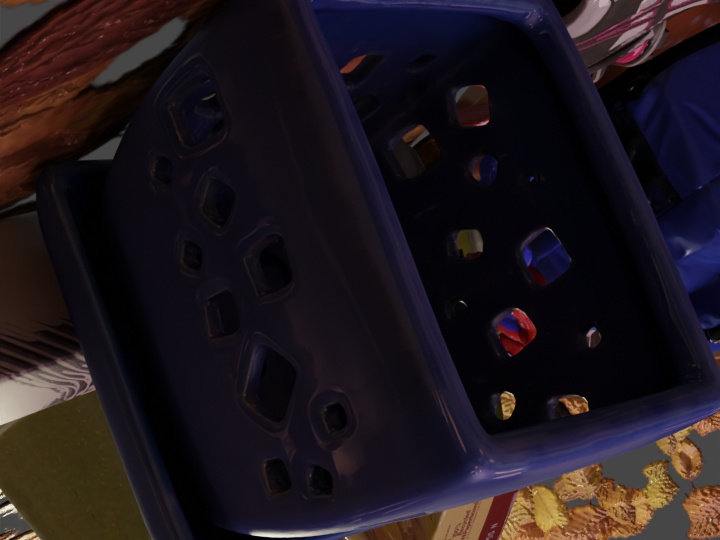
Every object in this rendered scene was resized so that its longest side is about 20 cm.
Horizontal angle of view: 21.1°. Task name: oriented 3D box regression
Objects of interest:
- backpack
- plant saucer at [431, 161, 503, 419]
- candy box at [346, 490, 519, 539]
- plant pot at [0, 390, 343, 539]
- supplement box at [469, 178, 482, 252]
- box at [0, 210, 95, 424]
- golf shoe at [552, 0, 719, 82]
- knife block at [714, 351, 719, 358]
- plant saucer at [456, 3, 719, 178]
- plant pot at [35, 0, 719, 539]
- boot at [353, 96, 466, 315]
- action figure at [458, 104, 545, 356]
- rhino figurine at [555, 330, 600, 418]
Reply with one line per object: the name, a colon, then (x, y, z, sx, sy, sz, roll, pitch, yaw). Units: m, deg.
backpack: (0.181, -0.037, 1.088, 0.162, 0.168, 0.200, -20, 175, -32)
plant saucer: (0.057, 0.031, 1.183, 0.031, 0.200, 0.200, -10, 175, 7)
candy box: (0.010, 0.090, 1.116, 0.055, 0.200, 0.115, -11, 139, -28)
plant pot: (-0.107, 0.100, 1.015, 0.200, 0.190, 0.200, -30, 172, -5)
supplement box: (0.117, -0.044, 1.305, 0.101, 0.103, 0.200, -29, 171, -5)
box: (-0.139, 0.019, 0.820, 0.082, 0.068, 0.200, -35, 172, 33)
golf shoe: (0.134, -0.144, 0.831, 0.200, 0.077, 0.088, -37, 161, 31)
knife block: (0.240, 0.022, 1.262, 0.200, 0.064, 0.175, -12, -175, -38)
plant saucer: (0.130, -0.119, 1.109, 0.200, 0.037, 0.200, -30, 173, -4)
plant pot: (-0.002, 0.008, 0.768, 0.180, 0.200, 0.200, -29, 166, 34)
boot: (0.017, -0.014, 0.978, 0.068, 0.131, 0.200, -31, 172, 1)
action figure: (0.076, -0.019, 1.040, 0.052, 0.065, 0.200, -16, 130, 1)
rhino figurine: (0.201, 0.036, 1.204, 0.200, 0.088, 0.060, -10, -153, 6)
